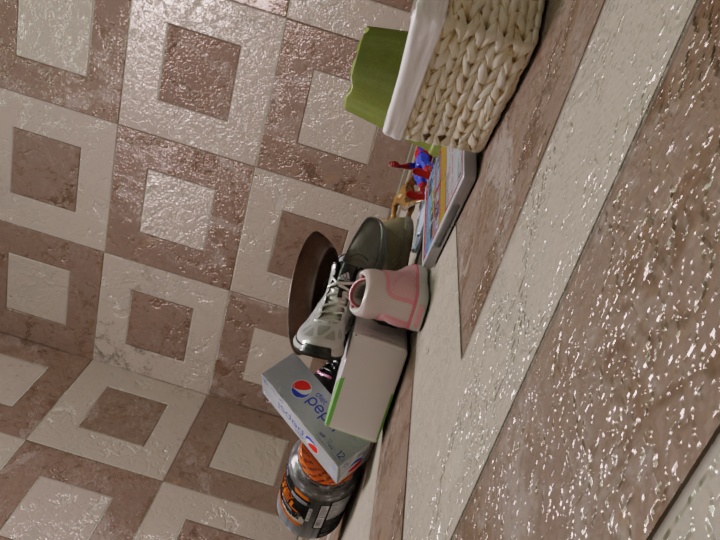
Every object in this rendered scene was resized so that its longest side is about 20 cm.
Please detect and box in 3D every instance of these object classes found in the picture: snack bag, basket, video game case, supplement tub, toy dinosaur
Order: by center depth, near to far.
[{"bbox_3d":[0.109,-0.236,0.738,0.200,0.122,0.137,107,179,-65],"label":"basket"},{"bbox_3d":[0.115,-0.115,0.905,0.201,0.017,0.145,108,169,-57],"label":"video game case"},{"bbox_3d":[-0.069,0.351,1.149,0.123,0.121,0.201,-74,1,-46],"label":"supplement tub"},{"bbox_3d":[0.130,-0.154,1.191,0.201,0.021,0.190,-74,0,-56],"label":"snack bag"},{"bbox_3d":[0.081,-0.128,1.272,0.201,0.060,0.107,-75,2,-61],"label":"toy dinosaur"}]

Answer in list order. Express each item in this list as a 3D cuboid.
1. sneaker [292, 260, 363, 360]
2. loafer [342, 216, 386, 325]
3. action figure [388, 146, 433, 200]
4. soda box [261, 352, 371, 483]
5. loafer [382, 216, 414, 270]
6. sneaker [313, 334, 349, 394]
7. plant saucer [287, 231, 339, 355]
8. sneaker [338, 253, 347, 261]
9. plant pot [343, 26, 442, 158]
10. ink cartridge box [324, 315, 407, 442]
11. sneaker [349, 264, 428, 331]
[{"bbox_3d":[-0.044,0.047,0.977,0.201,0.075,0.117,-64,-13,-76],"label":"sneaker"},{"bbox_3d":[0.000,0.000,1.164,0.070,0.069,0.203,72,-149,-73],"label":"loafer"},{"bbox_3d":[0.085,-0.199,1.219,0.201,0.098,0.066,-69,-2,-60],"label":"action figure"},{"bbox_3d":[-0.071,0.227,1.072,0.068,0.200,0.064,-31,-31,-27],"label":"soda box"},{"bbox_3d":[0.052,-0.001,1.247,0.076,0.067,0.203,-80,-3,-83],"label":"loafer"},{"bbox_3d":[-0.036,0.148,1.187,0.199,0.070,0.100,-29,-55,-36],"label":"sneaker"},{"bbox_3d":[-0.069,0.039,1.115,0.200,0.034,0.203,8,-90,-76],"label":"plant saucer"},{"bbox_3d":[-0.029,0.054,1.246,0.115,0.074,0.203,131,150,-70],"label":"sneaker"},{"bbox_3d":[0.080,-0.269,1.004,0.200,0.188,0.203,-163,90,-88],"label":"plant pot"},{"bbox_3d":[0.013,0.141,1.041,0.200,0.083,0.147,-75,2,-77],"label":"ink cartridge box"},{"bbox_3d":[0.039,0.026,0.976,0.200,0.103,0.076,-76,0,-78],"label":"sneaker"}]
